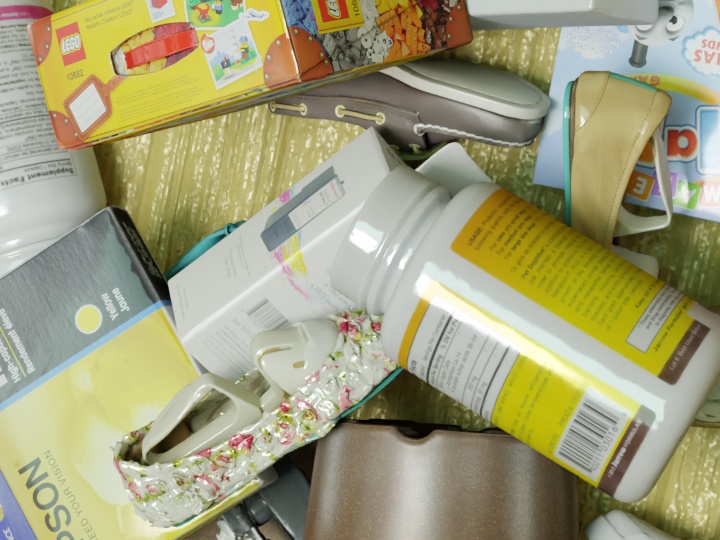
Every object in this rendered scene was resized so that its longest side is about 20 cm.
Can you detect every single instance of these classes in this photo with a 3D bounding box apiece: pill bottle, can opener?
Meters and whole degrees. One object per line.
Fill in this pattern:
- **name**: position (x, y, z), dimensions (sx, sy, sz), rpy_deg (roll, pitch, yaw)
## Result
- **pill bottle**: position (0.087, 0.027, 0.899), dimensions (0.200, 0.109, 0.110), rpy_deg (32, 106, 12)
- **can opener**: position (-0.100, 0.102, 1.090), dimensions (0.066, 0.053, 0.200), rpy_deg (-36, 76, -11)
- **pill bottle**: position (-0.235, -0.074, 1.146), dimensions (0.113, 0.113, 0.201), rpy_deg (-19, 84, 26)

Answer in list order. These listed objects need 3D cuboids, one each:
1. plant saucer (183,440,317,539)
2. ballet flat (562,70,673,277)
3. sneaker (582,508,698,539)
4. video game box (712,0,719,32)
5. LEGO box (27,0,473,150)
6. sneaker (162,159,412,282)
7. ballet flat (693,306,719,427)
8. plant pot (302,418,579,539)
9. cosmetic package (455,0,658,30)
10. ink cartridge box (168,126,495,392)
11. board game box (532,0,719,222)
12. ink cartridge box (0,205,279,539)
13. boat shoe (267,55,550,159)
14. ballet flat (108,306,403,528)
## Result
- **plant saucer**: position (-0.075, 0.169, 1.121), dimensions (0.199, 0.037, 0.202), rpy_deg (2, 94, 26)
- **ballet flat**: position (0.141, -0.016, 0.958), dimensions (0.063, 0.069, 0.201), rpy_deg (7, 126, 11)
- **sneaker**: position (0.229, 0.173, 0.958), dimensions (0.200, 0.074, 0.116), rpy_deg (39, 90, 29)
- **video game box**: position (0.258, -0.234, 0.895), dimensions (0.181, 0.047, 0.201), rpy_deg (-16, 72, 22)
- **LEGO box**: position (-0.063, -0.133, 0.958), dimensions (0.199, 0.149, 0.078), rpy_deg (-10, 96, 43)
- **sneaker**: position (-0.050, -0.010, 1.074), dimensions (0.200, 0.080, 0.078), rpy_deg (-31, 79, 22)
- **ballet flat**: position (0.228, 0.053, 0.938), dimensions (0.199, 0.063, 0.069), rpy_deg (-5, 93, 27)
- **plant pot**: position (0.046, 0.188, 0.984), dimensions (0.199, 0.200, 0.199), rpy_deg (3, 86, 27)
- **cosmetic package**: position (0.071, -0.191, 0.983), dimensions (0.199, 0.071, 0.102), rpy_deg (4, 93, 41)
- **ink cartridge box**: position (0.000, 0.000, 1.015), dimensions (0.200, 0.117, 0.067), rpy_deg (-36, 34, 13)
- **board game box**: position (0.189, -0.133, 0.972), dimensions (0.151, 0.037, 0.201), rpy_deg (13, 99, 25)
- **ink cartridge box**: position (-0.182, 0.095, 1.056), dimensions (0.200, 0.047, 0.198), rpy_deg (-33, 80, 8)
- **boat shoe**: position (0.024, -0.101, 1.037), dimensions (0.199, 0.072, 0.060), rpy_deg (19, 110, 32)
- **ballet flat**: position (-0.057, 0.074, 0.965), dimensions (0.200, 0.076, 0.064), rpy_deg (-37, 119, 8)
